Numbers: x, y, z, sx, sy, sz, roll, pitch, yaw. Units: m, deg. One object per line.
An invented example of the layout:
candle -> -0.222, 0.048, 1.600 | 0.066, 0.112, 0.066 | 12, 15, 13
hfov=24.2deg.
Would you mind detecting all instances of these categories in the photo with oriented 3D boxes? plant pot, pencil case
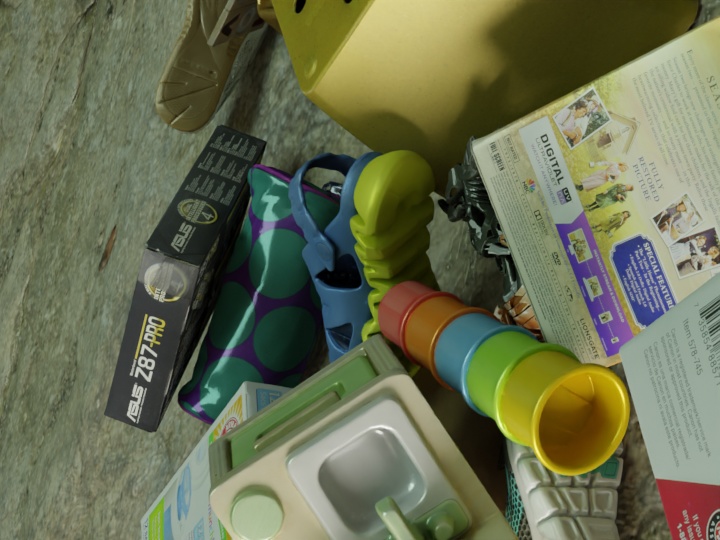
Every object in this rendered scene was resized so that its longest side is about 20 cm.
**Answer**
plant pot -> 0.055, -0.174, 1.053 | 0.200, 0.176, 0.200 | -53, 39, 33
pencil case -> -0.071, 0.024, 1.263 | 0.092, 0.085, 0.201 | 27, 102, 44

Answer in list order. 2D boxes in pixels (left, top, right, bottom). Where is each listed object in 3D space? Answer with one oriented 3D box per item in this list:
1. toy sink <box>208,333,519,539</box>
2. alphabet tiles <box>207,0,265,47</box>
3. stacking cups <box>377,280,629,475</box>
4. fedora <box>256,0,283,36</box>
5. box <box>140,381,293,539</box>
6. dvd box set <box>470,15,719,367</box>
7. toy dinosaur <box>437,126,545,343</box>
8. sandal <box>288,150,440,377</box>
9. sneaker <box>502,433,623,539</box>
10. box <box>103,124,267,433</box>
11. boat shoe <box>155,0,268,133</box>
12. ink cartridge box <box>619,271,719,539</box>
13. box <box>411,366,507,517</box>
toy sink -> -0.005, 0.124, 0.940 | 0.130, 0.112, 0.200 | -33, 10, 0
alphabet tiles -> -0.055, -0.267, 1.317 | 0.200, 0.008, 0.167 | -60, -9, 25
stacking cups -> 0.066, 0.054, 0.934 | 0.200, 0.060, 0.061 | 26, 100, 59
fedora -> -0.019, -0.223, 1.277 | 0.200, 0.082, 0.201 | -30, 53, 50
box -> -0.069, 0.179, 1.156 | 0.200, 0.101, 0.113 | -52, 34, 44
dvd box set -> 0.163, -0.040, 0.880 | 0.200, 0.029, 0.147 | -27, 82, 38
toy dinosaur -> 0.108, -0.007, 0.986 | 0.200, 0.102, 0.136 | -30, 65, 16
sandal -> 0.000, 0.000, 1.065 | 0.087, 0.079, 0.200 | 25, 132, 31
sneaker -> 0.103, 0.148, 0.952 | 0.091, 0.077, 0.200 | -48, 38, 47
box -> -0.133, 0.003, 1.294 | 0.200, 0.049, 0.161 | -70, 1, -56
boat shoe -> -0.116, -0.210, 1.443 | 0.200, 0.071, 0.069 | -62, -4, -2
ink cartridge box -> 0.238, 0.055, 0.701 | 0.200, 0.144, 0.146 | -44, 44, 41
box -> 0.055, 0.141, 1.074 | 0.163, 0.021, 0.201 | 5, 82, 58
